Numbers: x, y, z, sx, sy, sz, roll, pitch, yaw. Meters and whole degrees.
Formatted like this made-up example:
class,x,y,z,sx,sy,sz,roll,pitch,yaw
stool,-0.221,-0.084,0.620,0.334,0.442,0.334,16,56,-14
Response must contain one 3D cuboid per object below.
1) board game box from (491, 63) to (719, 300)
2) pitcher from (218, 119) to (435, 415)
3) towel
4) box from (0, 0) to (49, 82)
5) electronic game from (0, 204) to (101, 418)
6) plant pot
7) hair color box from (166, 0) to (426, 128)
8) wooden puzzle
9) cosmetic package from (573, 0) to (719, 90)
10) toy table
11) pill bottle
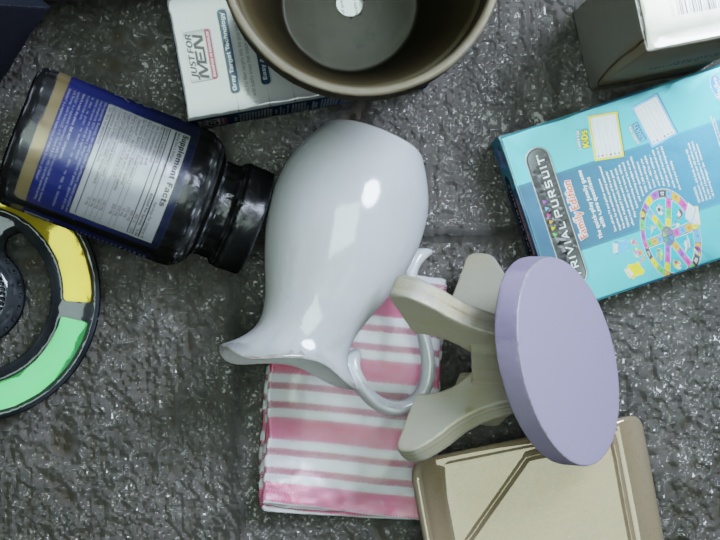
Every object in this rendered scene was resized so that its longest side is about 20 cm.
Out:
class,x,y,z,sx,sy,sz,roll,pitch,yaw
board game box,0.225,-0.066,1.328,0.199,0.047,0.152,-18,90,-4
pitcher,0.000,0.000,1.269,0.171,0.121,0.201,23,79,-18
towel,-0.006,0.098,1.317,0.145,0.030,0.202,4,87,-4
box,-0.374,-0.185,1.228,0.200,0.104,0.183,38,105,8
electronic game,-0.306,0.019,1.295,0.198,0.042,0.202,0,88,-4
plant pot,-0.005,-0.214,1.195,0.198,0.174,0.202,0,87,-4
hair color box,-0.049,-0.181,1.308,0.199,0.061,0.101,-10,88,-4
wooden puzzle,0.149,0.225,1.319,0.199,0.037,0.186,-11,91,-9
cosmetic package,0.238,-0.196,1.258,0.103,0.200,0.074,-12,88,-3
toy table,0.109,0.069,1.242,0.116,0.201,0.184,2,43,32
pill bottle,-0.174,-0.071,1.264,0.199,0.112,0.113,21,87,-11
